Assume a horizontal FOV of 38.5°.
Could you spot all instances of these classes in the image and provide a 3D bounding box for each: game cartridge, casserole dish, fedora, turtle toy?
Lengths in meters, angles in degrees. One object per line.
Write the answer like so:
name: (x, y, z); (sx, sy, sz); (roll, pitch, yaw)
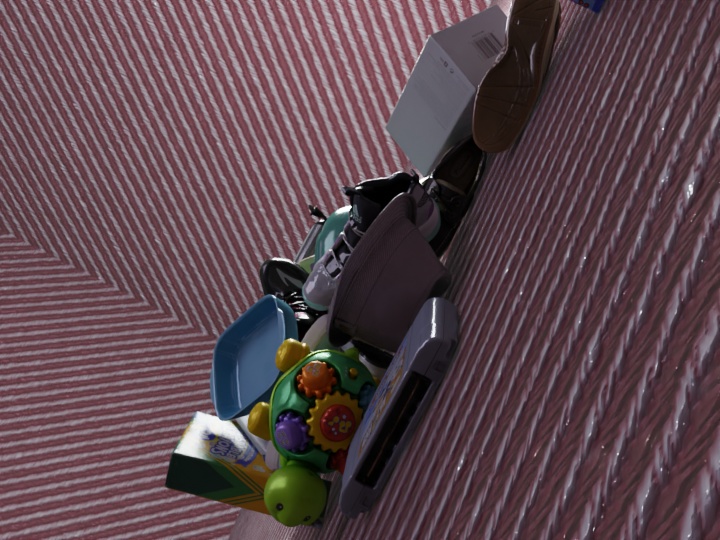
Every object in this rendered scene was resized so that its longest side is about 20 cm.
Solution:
game cartridge: (0.036, 0.128, 1.000); (0.133, 0.041, 0.202); (-86, 21, -71)
casserole dish: (-0.129, 0.113, 1.288); (0.200, 0.038, 0.123); (-39, 49, 44)
fedora: (0.041, 0.021, 1.131); (0.177, 0.090, 0.201); (-50, -13, -33)
turtle toy: (-0.045, 0.177, 1.113); (0.202, 0.144, 0.101); (-66, 17, -3)

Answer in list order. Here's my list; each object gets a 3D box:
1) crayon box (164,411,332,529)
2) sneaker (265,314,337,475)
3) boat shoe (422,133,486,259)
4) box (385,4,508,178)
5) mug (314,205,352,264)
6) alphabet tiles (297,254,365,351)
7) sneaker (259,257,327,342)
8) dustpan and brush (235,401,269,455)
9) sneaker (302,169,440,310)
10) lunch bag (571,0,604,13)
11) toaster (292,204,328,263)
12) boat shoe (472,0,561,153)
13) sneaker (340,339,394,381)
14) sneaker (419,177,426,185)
crayon box: (-0.131, 0.247, 1.290); (0.126, 0.197, 0.052); (-74, -1, -74)
sneaker: (-0.045, 0.155, 1.220); (0.074, 0.081, 0.203); (-18, -53, -68)
boat shoe: (0.105, -0.094, 1.311); (0.065, 0.072, 0.202); (110, -175, -67)
box: (0.132, -0.236, 1.377); (0.124, 0.098, 0.201); (-30, -16, -30)
mug: (0.001, -0.011, 1.350); (0.185, 0.113, 0.155); (-5, -88, -75)
alphabet tiles: (-0.057, 0.085, 1.422); (0.194, 0.203, 0.015); (-22, 5, -22)
sneaker: (-0.076, 0.062, 1.333); (0.076, 0.202, 0.084); (-27, -24, -3)
dustpan and brush: (-0.061, 0.168, 1.352); (0.139, 0.197, 0.058); (40, 129, 52)
sneaker: (-0.005, -0.048, 1.215); (0.199, 0.078, 0.140); (-40, -34, -4)
lunch bag: (0.218, -0.387, 1.023); (0.202, 0.149, 0.094); (-63, 3, 25)
toaster: (-0.031, 0.015, 1.616); (0.120, 0.198, 0.181); (-59, 2, -14)
boat shoe: (0.188, -0.228, 1.193); (0.072, 0.071, 0.203); (15, -90, -62)
sneaker: (0.001, 0.131, 1.276); (0.200, 0.073, 0.080); (-127, 58, -87)
sneaker: (0.080, -0.040, 1.487); (0.202, 0.067, 0.090); (-62, 14, 2)
